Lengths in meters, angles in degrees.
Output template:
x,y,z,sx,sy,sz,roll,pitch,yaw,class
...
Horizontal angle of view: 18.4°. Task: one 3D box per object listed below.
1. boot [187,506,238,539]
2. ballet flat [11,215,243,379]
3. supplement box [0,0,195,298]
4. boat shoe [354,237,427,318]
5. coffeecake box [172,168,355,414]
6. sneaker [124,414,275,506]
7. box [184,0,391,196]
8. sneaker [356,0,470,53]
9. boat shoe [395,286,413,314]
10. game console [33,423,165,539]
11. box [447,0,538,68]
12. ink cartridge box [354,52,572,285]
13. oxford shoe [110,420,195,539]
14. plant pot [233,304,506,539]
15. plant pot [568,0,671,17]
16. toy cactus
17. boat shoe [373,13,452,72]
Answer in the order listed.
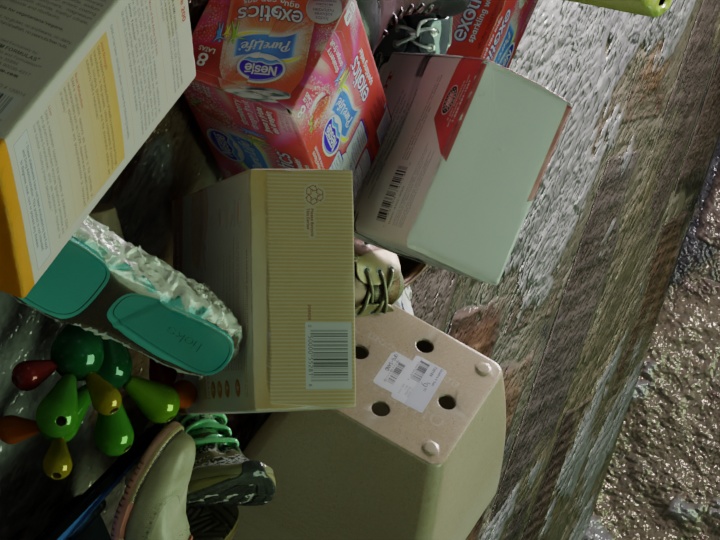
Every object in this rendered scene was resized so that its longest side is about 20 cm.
x,y,z,sx,sy,sz,roll,pitch,yaw,class
-0.168,0.293,1.788,0.175,0.066,0.201,-36,145,-39,boot
-0.160,0.003,1.379,0.200,0.072,0.072,33,76,-31,ballet flat
-0.177,-0.103,1.273,0.200,0.073,0.126,-56,158,-35,supplement box
0.000,0.000,1.777,0.200,0.074,0.076,-39,147,-58,boat shoe
-0.069,0.019,1.502,0.200,0.073,0.155,168,-79,-70,coffeecake box
-0.121,0.125,1.620,0.076,0.200,0.089,1,89,-28,sneaker
-0.051,-0.122,1.567,0.200,0.095,0.100,68,45,-66,box
0.013,-0.194,1.672,0.200,0.075,0.116,21,73,-54,sneaker
0.012,0.016,2.019,0.200,0.070,0.070,49,37,-67,boat shoe
-0.193,0.229,1.521,0.200,0.116,0.177,-45,121,-51,game console
0.073,-0.197,1.873,0.201,0.099,0.095,-66,163,-9,box
0.060,-0.080,1.665,0.148,0.083,0.200,-67,-160,-1,ink cartridge box
-0.129,0.197,1.523,0.071,0.073,0.201,-40,147,-57,oxford shoe
0.014,0.143,1.878,0.200,0.199,0.178,-52,166,-43,plant pot
0.203,-0.315,1.987,0.201,0.183,0.201,-57,159,-35,plant pot
-0.174,0.039,1.460,0.200,0.102,0.166,-29,119,-61,toy cactus
0.039,-0.195,1.788,0.062,0.072,0.201,77,23,-70,boat shoe
